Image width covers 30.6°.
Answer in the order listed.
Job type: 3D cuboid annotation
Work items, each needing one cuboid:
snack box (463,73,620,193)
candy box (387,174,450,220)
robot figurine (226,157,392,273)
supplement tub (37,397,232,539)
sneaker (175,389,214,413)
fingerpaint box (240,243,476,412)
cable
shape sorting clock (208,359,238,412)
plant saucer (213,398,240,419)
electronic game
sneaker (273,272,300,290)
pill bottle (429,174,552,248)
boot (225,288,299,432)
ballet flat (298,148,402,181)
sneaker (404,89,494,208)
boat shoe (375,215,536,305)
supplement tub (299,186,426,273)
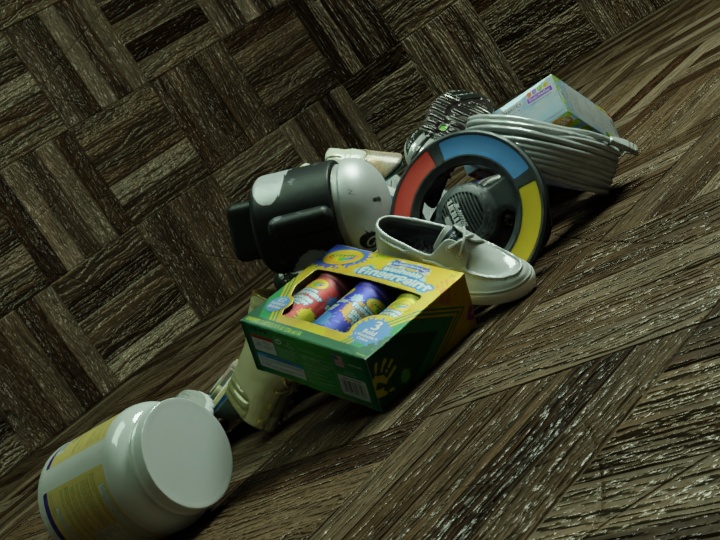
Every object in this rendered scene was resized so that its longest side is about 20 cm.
[{"bbox_3d":[0.250,-0.177,1.830,0.168,0.068,0.199,-31,-24,24],"label":"snack box"},{"bbox_3d":[0.058,-0.076,1.937,0.167,0.198,0.072,-23,58,61],"label":"candy box"},{"bbox_3d":[-0.058,-0.063,1.592,0.198,0.125,0.151,-12,43,14],"label":"robot figurine"},{"bbox_3d":[-0.250,0.232,1.459,0.199,0.146,0.145,-29,8,39],"label":"supplement tub"},{"bbox_3d":[-0.239,0.200,1.695,0.075,0.081,0.200,-61,13,14],"label":"sneaker"},{"bbox_3d":[-0.003,0.056,1.437,0.199,0.074,0.167,14,42,43],"label":"fingerpaint box"},{"bbox_3d":[0.223,-0.144,1.637,0.200,0.198,0.070,-159,80,-72],"label":"cable"},{"bbox_3d":[-0.228,0.204,1.874,0.200,0.039,0.200,-48,4,4],"label":"shape sorting clock"},{"bbox_3d":[-0.110,0.143,1.759,0.201,0.039,0.201,-42,-5,-5],"label":"plant saucer"},{"bbox_3d":[0.123,-0.062,1.515,0.199,0.202,0.042,-32,-18,23],"label":"electronic game"},{"bbox_3d":[-0.049,0.048,1.812,0.199,0.074,0.080,23,-54,-42],"label":"sneaker"},{"bbox_3d":[0.153,-0.056,1.643,0.111,0.112,0.200,-36,7,-13],"label":"pill bottle"},{"bbox_3d":[-0.076,0.129,1.587,0.072,0.199,0.157,-2,-65,-54],"label":"boot"},{"bbox_3d":[-0.041,-0.116,1.691,0.199,0.067,0.068,-27,26,23],"label":"ballet flat"},{"bbox_3d":[0.105,-0.153,1.733,0.200,0.075,0.116,-44,-25,-45],"label":"sneaker"},{"bbox_3d":[0.101,-0.020,1.457,0.199,0.069,0.072,20,54,37],"label":"boat shoe"},{"bbox_3d":[0.000,0.000,1.702,0.144,0.145,0.201,-29,28,39],"label":"supplement tub"}]
